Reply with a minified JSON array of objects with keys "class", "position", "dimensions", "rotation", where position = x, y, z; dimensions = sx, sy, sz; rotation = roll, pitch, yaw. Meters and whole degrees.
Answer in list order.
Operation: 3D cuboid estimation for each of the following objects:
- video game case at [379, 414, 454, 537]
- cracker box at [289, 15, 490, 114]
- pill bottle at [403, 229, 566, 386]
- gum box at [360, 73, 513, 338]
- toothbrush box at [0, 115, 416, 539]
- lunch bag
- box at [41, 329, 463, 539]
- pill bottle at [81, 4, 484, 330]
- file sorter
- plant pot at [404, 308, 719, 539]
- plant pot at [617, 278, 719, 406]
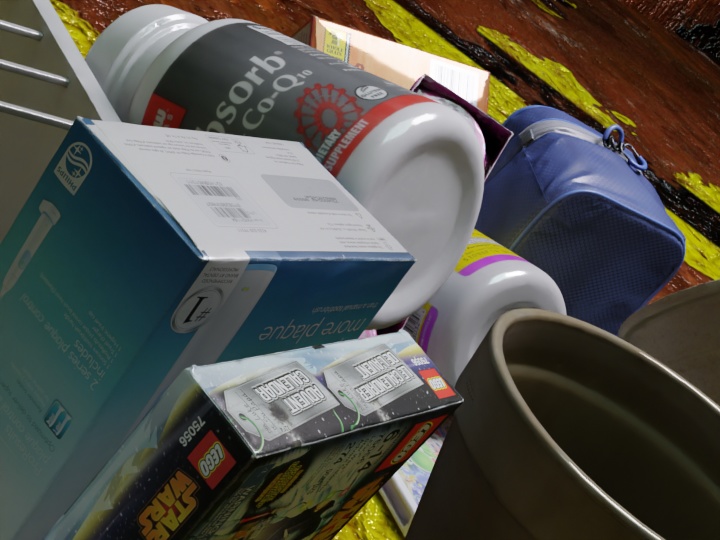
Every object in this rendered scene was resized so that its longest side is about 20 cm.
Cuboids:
[{"class":"video game case","position":[0.061,0.130,0.928],"dimensions":[0.143,0.018,0.200],"rotation":[18,27,-39]},{"class":"cracker box","position":[-0.018,-0.100,1.048],"dimensions":[0.134,0.200,0.058],"rotation":[14,70,-24]},{"class":"pill bottle","position":[0.038,0.010,1.003],"dimensions":[0.104,0.104,0.200],"rotation":[16,13,-40]},{"class":"gum box","position":[0.000,0.000,0.859],"dimensions":[0.066,0.114,0.200],"rotation":[33,63,-3]},{"class":"toothbrush box","position":[-0.094,0.043,0.630],"dimensions":[0.085,0.200,0.146],"rotation":[47,23,24]},{"class":"lunch bag","position":[0.132,-0.024,1.106],"dimensions":[0.136,0.200,0.132],"rotation":[25,26,-31]},{"class":"box","position":[-0.066,0.106,0.535],"dimensions":[0.040,0.200,0.137],"rotation":[49,25,18]},{"class":"pill bottle","position":[-0.047,-0.059,0.760],"dimensions":[0.200,0.116,0.116],"rotation":[28,14,34]},{"class":"file sorter","position":[-0.234,-0.082,0.777],"dimensions":[0.124,0.139,0.200],"rotation":[12,30,-40]},{"class":"plant pot","position":[0.099,0.147,0.733],"dimensions":[0.200,0.174,0.200],"rotation":[31,21,-13]},{"class":"plant pot","position":[0.264,0.113,0.885],"dimensions":[0.200,0.200,0.184],"rotation":[14,63,-43]}]
